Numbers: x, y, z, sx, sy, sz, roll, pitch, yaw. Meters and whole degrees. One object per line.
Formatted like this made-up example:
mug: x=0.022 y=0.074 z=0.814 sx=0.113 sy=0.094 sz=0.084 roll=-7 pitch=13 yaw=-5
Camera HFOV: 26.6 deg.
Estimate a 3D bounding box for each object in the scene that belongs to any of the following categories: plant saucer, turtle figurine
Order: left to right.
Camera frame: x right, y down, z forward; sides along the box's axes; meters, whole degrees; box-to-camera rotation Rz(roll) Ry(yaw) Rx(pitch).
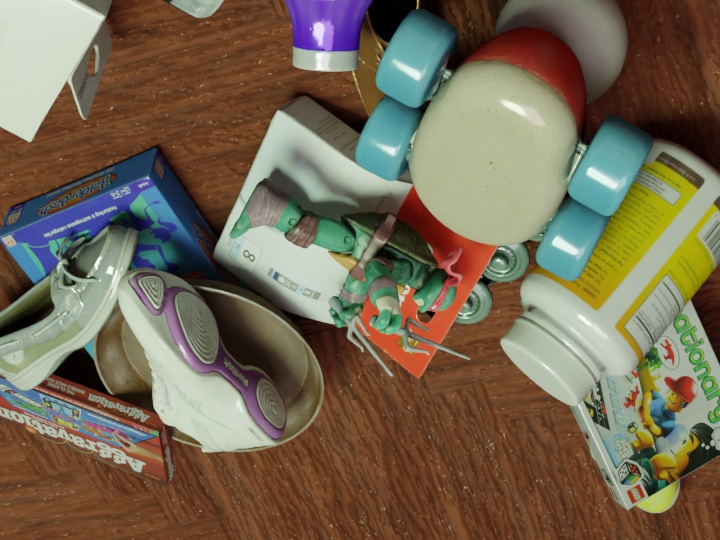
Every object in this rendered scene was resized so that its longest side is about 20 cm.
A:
plant saucer: x=-0.125 y=0.076 z=1.284 sx=0.198 sy=0.035 sz=0.201 roll=7 pitch=133 yaw=7
turtle figurine: x=0.000 y=0.000 z=1.151 sx=0.199 sy=0.101 sz=0.150 roll=31 pitch=166 yaw=-2

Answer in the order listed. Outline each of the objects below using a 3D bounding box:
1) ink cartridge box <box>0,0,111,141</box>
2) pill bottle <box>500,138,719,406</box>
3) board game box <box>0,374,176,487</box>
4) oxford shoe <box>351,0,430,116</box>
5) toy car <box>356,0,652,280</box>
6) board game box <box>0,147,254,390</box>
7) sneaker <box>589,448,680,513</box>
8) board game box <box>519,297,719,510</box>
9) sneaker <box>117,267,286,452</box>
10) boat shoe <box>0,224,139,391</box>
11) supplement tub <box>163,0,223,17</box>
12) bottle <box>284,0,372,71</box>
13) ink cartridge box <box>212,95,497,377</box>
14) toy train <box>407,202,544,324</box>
ink cartridge box: x=-0.262 y=-0.202 z=1.086 sx=0.199 sy=0.129 sz=0.125 roll=28 pitch=125 yaw=-18
pill bottle: x=0.199 y=0.004 z=1.173 sx=0.200 sy=0.109 sz=0.109 roll=-49 pitch=118 yaw=-9
board game box: x=-0.261 y=0.129 z=1.356 sx=0.198 sy=0.020 sz=0.103 roll=19 pitch=148 yaw=12
oxford shoe: x=0.023 y=-0.166 z=1.134 sx=0.071 sy=0.072 sz=0.201 roll=-5 pitch=129 yaw=6
toy car: x=0.128 y=-0.134 z=1.087 sx=0.183 sy=0.201 sz=0.177 roll=29 pitch=150 yaw=7
board game box: x=-0.188 y=0.008 z=1.296 sx=0.151 sy=0.045 sz=0.201 roll=-20 pitch=125 yaw=19
sneaker: x=0.235 y=0.156 z=1.365 sx=0.075 sy=0.077 sz=0.201 roll=-20 pitch=124 yaw=17
board game box: x=0.230 y=0.082 z=1.267 sx=0.126 sy=0.035 sz=0.201 roll=-29 pitch=104 yaw=-7
sneaker: x=-0.145 y=0.083 z=1.220 sx=0.099 sy=0.075 sz=0.200 roll=-18 pitch=126 yaw=26
boat shoe: x=-0.250 y=0.026 z=1.243 sx=0.065 sy=0.075 sz=0.202 roll=31 pitch=132 yaw=-24
supplement tub: x=-0.164 y=-0.269 z=1.032 sx=0.199 sy=0.123 sz=0.123 roll=26 pitch=125 yaw=-17
bottle: x=-0.020 y=-0.238 z=1.033 sx=0.065 sy=0.083 sz=0.202 roll=10 pitch=107 yaw=25
ink cartridge box: x=-0.009 y=-0.018 z=1.212 sx=0.199 sy=0.047 sz=0.161 roll=37 pitch=126 yaw=12
toy train: x=0.091 y=-0.045 z=1.221 sx=0.114 sy=0.085 sz=0.200 roll=34 pitch=126 yaw=-6
